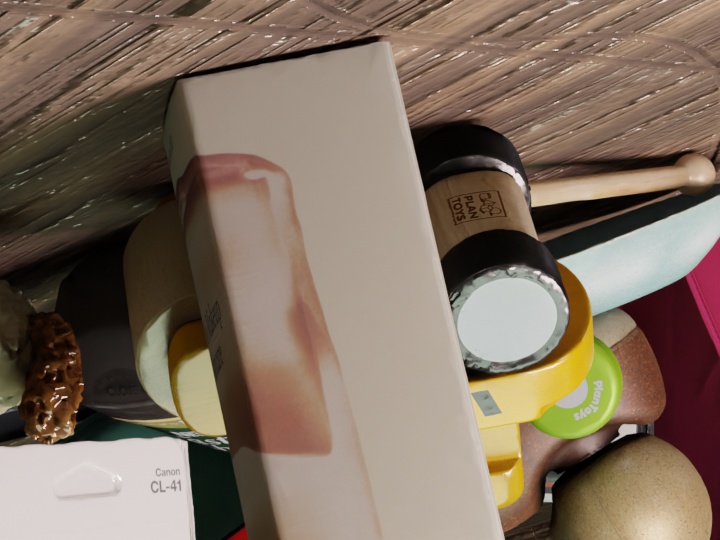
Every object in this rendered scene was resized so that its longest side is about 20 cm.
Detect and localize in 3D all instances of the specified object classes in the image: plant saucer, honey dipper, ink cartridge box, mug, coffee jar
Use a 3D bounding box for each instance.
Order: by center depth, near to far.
[{"bbox_3d":[-0.200,0.132,1.307,0.200,0.086,0.148,-8,175,40],"label":"ink cartridge box"},{"bbox_3d":[-0.056,0.046,1.326,0.104,0.085,0.200,-5,162,36],"label":"coffee jar"},{"bbox_3d":[0.107,-0.041,1.337,0.200,0.038,0.038,-9,170,-45],"label":"honey dipper"},{"bbox_3d":[0.117,0.002,1.441,0.201,0.039,0.201,-20,-177,1],"label":"plant saucer"},{"bbox_3d":[-0.130,0.148,1.555,0.152,0.114,0.185,-31,167,-24],"label":"mug"}]

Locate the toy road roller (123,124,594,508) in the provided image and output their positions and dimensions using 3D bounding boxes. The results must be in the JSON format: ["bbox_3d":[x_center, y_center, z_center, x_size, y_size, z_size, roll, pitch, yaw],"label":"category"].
[{"bbox_3d":[0.003,0.036,1.187,0.200,0.146,0.123,-10,-146,-3],"label":"toy road roller"}]

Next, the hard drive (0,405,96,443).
[{"bbox_3d":[-0.231,0.074,1.503,0.200,0.042,0.135,-12,171,-5],"label":"hard drive"}]

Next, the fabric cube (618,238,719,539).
[{"bbox_3d":[0.276,0.077,1.613,0.199,0.200,0.196,-10,152,-18],"label":"fabric cube"}]

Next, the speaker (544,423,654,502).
[{"bbox_3d":[0.072,0.096,1.596,0.200,0.081,0.081,1,173,12],"label":"speaker"}]

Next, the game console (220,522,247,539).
[{"bbox_3d":[-0.055,0.170,1.499,0.177,0.031,0.200,-38,167,4],"label":"game console"}]

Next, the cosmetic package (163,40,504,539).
[{"bbox_3d":[-0.014,0.025,1.045,0.087,0.200,0.103,-11,169,-8],"label":"cosmetic package"}]

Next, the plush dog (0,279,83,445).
[{"bbox_3d":[-0.217,0.043,1.167,0.200,0.161,0.172,14,-157,35],"label":"plush dog"}]

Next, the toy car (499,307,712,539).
[{"bbox_3d":[0.124,0.134,1.457,0.158,0.200,0.164,-33,180,10],"label":"toy car"}]
